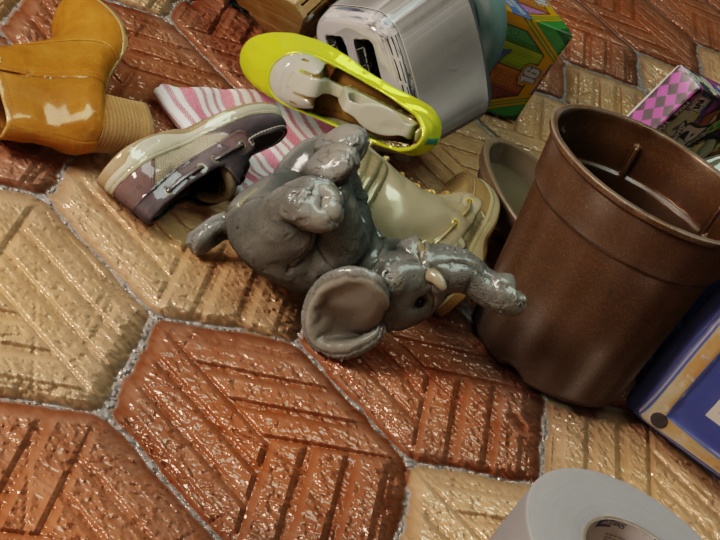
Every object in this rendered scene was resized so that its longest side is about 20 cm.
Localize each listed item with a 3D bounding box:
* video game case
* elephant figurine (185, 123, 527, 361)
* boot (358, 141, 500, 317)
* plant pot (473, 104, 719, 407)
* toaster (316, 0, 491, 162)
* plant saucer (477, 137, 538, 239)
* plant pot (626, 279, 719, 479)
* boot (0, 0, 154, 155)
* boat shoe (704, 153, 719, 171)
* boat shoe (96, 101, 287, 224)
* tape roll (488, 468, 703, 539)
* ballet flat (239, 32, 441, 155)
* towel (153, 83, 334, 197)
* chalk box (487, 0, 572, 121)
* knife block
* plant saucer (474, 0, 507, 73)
[{"bbox_3d":[0.271,-0.097,1.606,0.036,0.200,0.181,54,22,24],"label":"video game case"},{"bbox_3d":[0.000,0.000,1.334,0.142,0.155,0.200,-48,112,-29],"label":"elephant figurine"},{"bbox_3d":[0.041,-0.063,1.507,0.155,0.073,0.200,39,32,-13],"label":"boot"},{"bbox_3d":[0.206,-0.004,1.462,0.200,0.199,0.200,22,27,-12],"label":"plant pot"},{"bbox_3d":[0.040,-0.205,1.617,0.113,0.201,0.129,14,40,38],"label":"toaster"},{"bbox_3d":[0.180,-0.044,1.652,0.200,0.029,0.200,40,24,-22],"label":"plant saucer"},{"bbox_3d":[0.363,0.086,1.518,0.200,0.200,0.180,37,35,4],"label":"plant pot"},{"bbox_3d":[-0.256,-0.168,1.368,0.144,0.071,0.201,8,39,-38],"label":"boot"},{"bbox_3d":[0.301,-0.038,1.609,0.200,0.063,0.073,-40,76,-21],"label":"boat shoe"},{"bbox_3d":[-0.124,-0.083,1.378,0.200,0.072,0.065,-25,77,-51],"label":"boat shoe"},{"bbox_3d":[0.184,0.235,1.215,0.200,0.066,0.201,26,29,-16],"label":"tape roll"},{"bbox_3d":[-0.020,-0.158,1.531,0.199,0.067,0.067,25,17,4],"label":"ballet flat"},{"bbox_3d":[-0.076,-0.116,1.527,0.200,0.030,0.146,-4,45,-50],"label":"towel"},{"bbox_3d":[0.104,-0.268,1.866,0.199,0.125,0.124,13,34,-33],"label":"chalk box"},{"bbox_3d":[-0.100,-0.298,1.651,0.176,0.064,0.200,45,-10,1],"label":"knife block"},{"bbox_3d":[0.046,-0.251,1.697,0.200,0.200,0.027,33,38,-3],"label":"plant saucer"}]
